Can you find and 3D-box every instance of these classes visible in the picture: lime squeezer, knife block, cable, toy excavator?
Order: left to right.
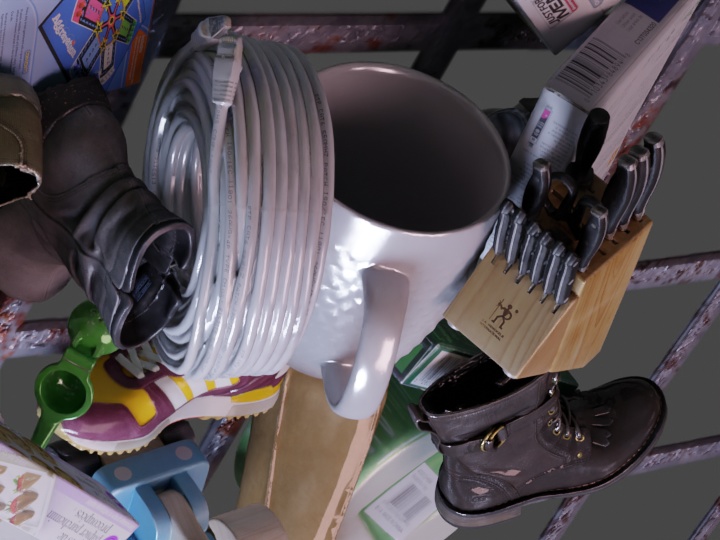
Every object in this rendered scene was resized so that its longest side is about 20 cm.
[{"bbox_3d":[-0.174,0.056,1.552,0.038,0.071,0.200,30,78,-18],"label":"lime squeezer"},{"bbox_3d":[-0.122,0.177,1.695,0.100,0.200,0.195,-17,145,-33],"label":"toy excavator"},{"bbox_3d":[-0.076,-0.037,1.461,0.069,0.200,0.200,1,176,-20],"label":"cable"},{"bbox_3d":[0.137,-0.021,1.570,0.176,0.064,0.200,-53,162,15],"label":"knife block"}]

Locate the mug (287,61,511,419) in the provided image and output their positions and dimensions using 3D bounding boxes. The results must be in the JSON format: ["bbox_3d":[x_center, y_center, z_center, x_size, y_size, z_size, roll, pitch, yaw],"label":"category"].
[{"bbox_3d":[0.000,0.000,1.596,0.148,0.200,0.175,9,136,-14],"label":"mug"}]

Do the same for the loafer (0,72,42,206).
[{"bbox_3d":[-0.259,-0.041,1.370,0.200,0.070,0.075,-24,148,-5],"label":"loafer"}]

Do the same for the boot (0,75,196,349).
[{"bbox_3d":[-0.159,-0.004,1.465,0.070,0.132,0.200,-22,156,-25],"label":"boot"}]

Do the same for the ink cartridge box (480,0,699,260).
[{"bbox_3d":[0.141,-0.088,1.671,0.196,0.043,0.200,-48,169,-46],"label":"ink cartridge box"}]

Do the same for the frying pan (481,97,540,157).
[{"bbox_3d":[0.093,-0.094,1.724,0.190,0.031,0.115,-55,154,4],"label":"frying pan"}]

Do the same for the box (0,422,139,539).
[{"bbox_3d":[-0.187,0.119,1.424,0.039,0.041,0.200,-46,151,0],"label":"box"}]

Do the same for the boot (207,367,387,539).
[{"bbox_3d":[-0.075,0.144,1.804,0.066,0.175,0.200,-19,123,-63],"label":"boot"}]

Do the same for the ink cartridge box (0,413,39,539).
[{"bbox_3d":[-0.263,0.078,1.468,0.083,0.145,0.200,-33,150,-14],"label":"ink cartridge box"}]

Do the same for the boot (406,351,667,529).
[{"bbox_3d":[0.126,0.095,1.743,0.200,0.069,0.174,-27,149,-14],"label":"boot"}]

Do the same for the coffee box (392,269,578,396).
[{"bbox_3d":[0.060,0.040,1.785,0.044,0.123,0.200,-49,150,16],"label":"coffee box"}]

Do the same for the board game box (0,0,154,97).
[{"bbox_3d":[-0.153,-0.166,1.377,0.103,0.019,0.200,-17,144,-28],"label":"board game box"}]

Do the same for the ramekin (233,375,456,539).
[{"bbox_3d":[0.016,0.136,1.889,0.200,0.098,0.200,-27,148,-19],"label":"ramekin"}]

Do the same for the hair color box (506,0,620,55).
[{"bbox_3d":[0.166,-0.235,1.584,0.200,0.061,0.099,-41,151,4],"label":"hair color box"}]

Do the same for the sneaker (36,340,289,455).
[{"bbox_3d":[-0.124,0.056,1.670,0.200,0.075,0.090,-14,135,-45],"label":"sneaker"}]
